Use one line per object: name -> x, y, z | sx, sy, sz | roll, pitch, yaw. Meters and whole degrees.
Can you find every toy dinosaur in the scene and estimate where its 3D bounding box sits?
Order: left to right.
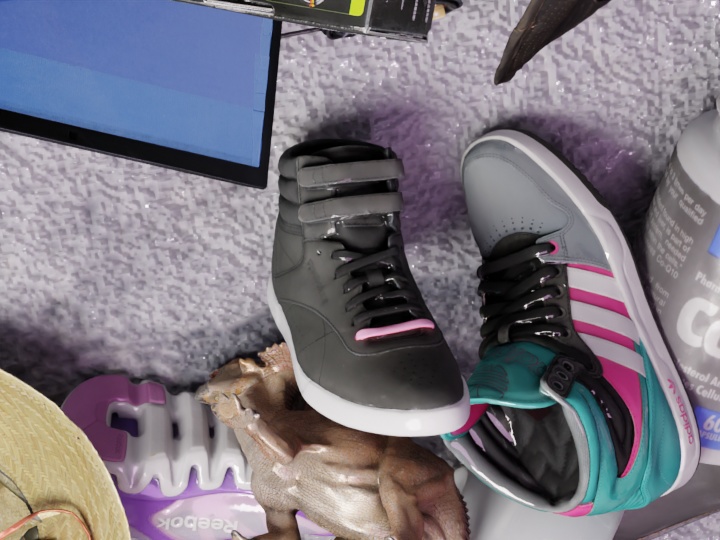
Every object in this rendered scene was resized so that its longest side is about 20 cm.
toy dinosaur -> -0.002, 0.098, 1.064 | 0.200, 0.136, 0.086 | 37, 124, 11

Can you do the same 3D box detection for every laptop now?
laptop -> -0.095, -0.160, 0.889 | 0.177, 0.103, 0.200 | 12, 121, -20

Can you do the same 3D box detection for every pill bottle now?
pill bottle -> 0.197, -0.011, 1.086 | 0.113, 0.114, 0.200 | 9, 122, -18

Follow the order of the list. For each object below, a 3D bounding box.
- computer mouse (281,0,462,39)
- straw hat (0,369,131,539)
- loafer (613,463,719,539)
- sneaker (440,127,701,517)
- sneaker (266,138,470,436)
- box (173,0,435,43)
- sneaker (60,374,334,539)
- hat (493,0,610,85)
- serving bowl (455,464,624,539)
computer mouse -> -0.047, -0.096, 1.006 | 0.199, 0.034, 0.059 | -16, 167, 1
straw hat -> -0.204, 0.132, 1.111 | 0.200, 0.085, 0.202 | 1, 94, 10
loafer -> 0.210, 0.097, 1.188 | 0.200, 0.072, 0.073 | -38, 124, 16
sneaker -> 0.078, 0.034, 1.041 | 0.084, 0.121, 0.200 | -31, 85, 42
sneaker -> 0.000, 0.000, 1.009 | 0.070, 0.200, 0.099 | -6, 115, -17
box -> -0.045, -0.196, 0.798 | 0.047, 0.193, 0.201 | -1, 101, -55
sneaker -> -0.067, 0.115, 1.146 | 0.199, 0.081, 0.089 | 9, 128, -11
hat -> 0.109, -0.175, 0.956 | 0.081, 0.201, 0.201 | 47, 110, 7
serving bowl -> 0.057, 0.156, 1.137 | 0.066, 0.200, 0.200 | 37, 112, -5
